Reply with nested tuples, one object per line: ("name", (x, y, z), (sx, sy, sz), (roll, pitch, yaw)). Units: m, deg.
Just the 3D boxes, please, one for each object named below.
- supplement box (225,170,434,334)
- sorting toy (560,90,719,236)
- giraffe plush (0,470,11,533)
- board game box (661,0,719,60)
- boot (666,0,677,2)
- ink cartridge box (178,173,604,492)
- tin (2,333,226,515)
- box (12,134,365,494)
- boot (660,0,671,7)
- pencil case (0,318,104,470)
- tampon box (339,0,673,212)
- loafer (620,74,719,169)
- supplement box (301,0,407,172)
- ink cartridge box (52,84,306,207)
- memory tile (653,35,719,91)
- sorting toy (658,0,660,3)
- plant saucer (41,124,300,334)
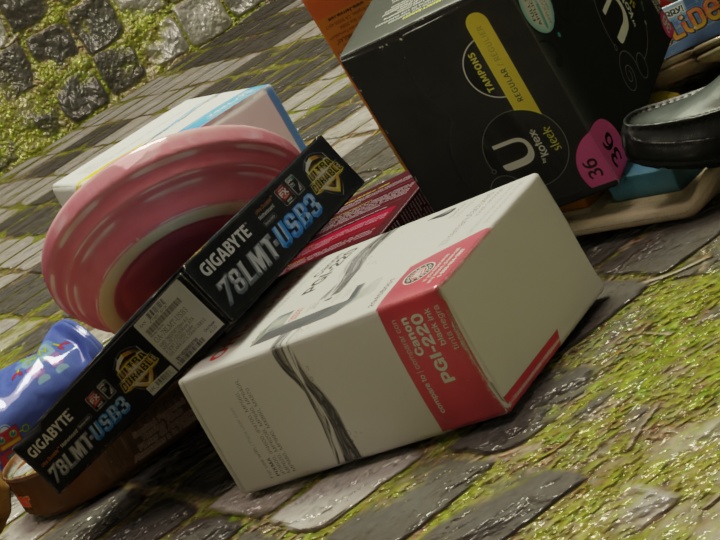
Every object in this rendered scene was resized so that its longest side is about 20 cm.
("supplement box", (0.000, 0.000, 1.463), (0.108, 0.061, 0.200), (-24, 15, 31))
("sorting toy", (0.188, -0.078, 1.393), (0.199, 0.037, 0.185), (-16, 19, 48))
("giraffe plush", (-0.242, 0.178, 1.173), (0.172, 0.201, 0.162), (-31, 41, -20))
("board game box", (0.281, -0.193, 1.530), (0.199, 0.035, 0.135), (-23, 0, 20))
("boot", (0.147, -0.215, 1.593), (0.096, 0.199, 0.074), (-62, -23, -3))
("ink cartridge box", (0.017, 0.037, 1.237), (0.199, 0.085, 0.146), (-23, 14, 38))
("tin", (-0.151, 0.099, 1.482), (0.199, 0.042, 0.112), (-34, 9, -19))
("box", (-0.106, 0.025, 1.360), (0.198, 0.050, 0.200), (-41, 5, 37))
("boot", (0.303, -0.244, 1.644), (0.199, 0.073, 0.144), (-25, 3, 13))
("pencil case", (-0.269, 0.115, 1.588), (0.199, 0.078, 0.087), (-34, 36, -20))
("tampon box", (0.098, -0.144, 1.394), (0.126, 0.150, 0.200), (-21, 25, 30))
("loafer", (0.241, -0.109, 1.253), (0.199, 0.071, 0.068), (-14, 22, 23))
("supplement box", (0.042, -0.134, 1.564), (0.069, 0.201, 0.067), (-24, 14, 39))
("ink cartridge box", (-0.125, -0.043, 1.715), (0.146, 0.147, 0.200), (-35, 14, -19))
("memory tile", (0.205, -0.132, 1.525), (0.199, 0.017, 0.153), (-24, 0, 25))
("sorting toy", (0.144, -0.165, 1.711), (0.199, 0.107, 0.180), (-32, 6, -4))
("plant saucer", (-0.119, -0.016, 1.508), (0.199, 0.051, 0.201), (-21, -31, -13))
